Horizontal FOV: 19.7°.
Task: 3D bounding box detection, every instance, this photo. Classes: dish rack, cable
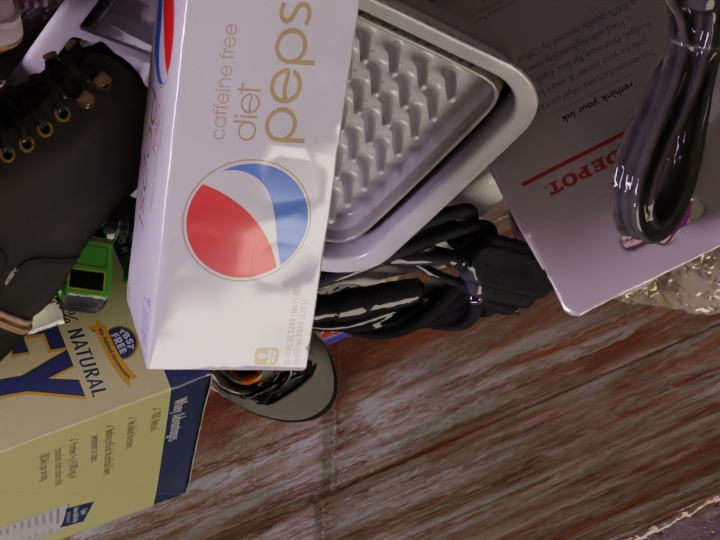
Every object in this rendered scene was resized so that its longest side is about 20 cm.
[{"bbox_3d":[-0.041,-0.082,0.899,0.199,0.044,0.172,23,138,-23],"label":"dish rack"},{"bbox_3d":[0.000,0.000,1.085,0.163,0.051,0.200,-11,168,38],"label":"cable"},{"bbox_3d":[0.133,-0.115,0.864,0.097,0.050,0.201,-28,133,-48],"label":"cable"}]

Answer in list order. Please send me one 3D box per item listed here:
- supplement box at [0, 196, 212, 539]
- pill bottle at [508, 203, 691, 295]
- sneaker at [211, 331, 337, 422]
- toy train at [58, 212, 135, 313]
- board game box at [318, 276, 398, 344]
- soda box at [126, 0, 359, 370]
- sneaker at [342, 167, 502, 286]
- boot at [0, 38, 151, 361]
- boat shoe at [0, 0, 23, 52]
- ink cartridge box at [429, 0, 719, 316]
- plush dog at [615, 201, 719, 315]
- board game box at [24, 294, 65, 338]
[{"bbox_3d":[-0.197,0.061,1.061,0.199,0.135,0.200,-20,162,-16],"label":"supplement box"},{"bbox_3d":[0.138,-0.061,1.200,0.112,0.113,0.200,-25,162,-1],"label":"pill bottle"},{"bbox_3d":[-0.066,0.051,1.220,0.074,0.079,0.200,-36,146,5],"label":"sneaker"},{"bbox_3d":[-0.141,-0.010,0.957,0.199,0.057,0.042,8,164,-19],"label":"toy train"},{"bbox_3d":[-0.072,0.032,1.319,0.199,0.029,0.135,-20,161,-15],"label":"board game box"},{"bbox_3d":[-0.046,-0.062,0.802,0.068,0.064,0.201,2,115,-15],"label":"soda box"},{"bbox_3d":[0.042,-0.038,1.146,0.088,0.076,0.200,23,152,-29],"label":"sneaker"},{"bbox_3d":[-0.155,-0.054,0.800,0.138,0.077,0.200,-46,155,3],"label":"boot"},{"bbox_3d":[-0.176,-0.104,0.732,0.071,0.070,0.200,-7,-173,13],"label":"boat shoe"},{"bbox_3d":[0.105,-0.082,0.950,0.115,0.201,0.068,-26,162,5],"label":"ink cartridge box"},{"bbox_3d":[0.224,-0.021,1.412,0.199,0.161,0.172,-19,-176,-20],"label":"plush dog"},{"bbox_3d":[-0.237,-0.003,0.875,0.199,0.028,0.136,-21,120,-12],"label":"board game box"}]
